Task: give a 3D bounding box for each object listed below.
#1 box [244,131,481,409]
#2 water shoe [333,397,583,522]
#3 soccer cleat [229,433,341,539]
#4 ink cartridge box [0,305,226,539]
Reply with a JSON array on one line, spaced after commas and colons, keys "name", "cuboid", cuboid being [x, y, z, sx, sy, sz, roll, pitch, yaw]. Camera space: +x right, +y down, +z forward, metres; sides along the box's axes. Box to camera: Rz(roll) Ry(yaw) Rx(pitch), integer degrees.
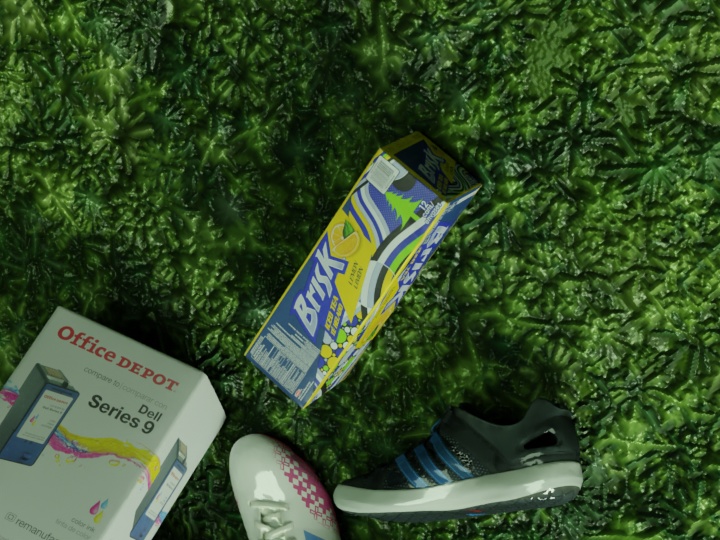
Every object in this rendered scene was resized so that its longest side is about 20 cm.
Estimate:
[{"name": "box", "cuboid": [0.000, 0.000, 1.118, 0.064, 0.070, 0.200, 40, 118, 10]}, {"name": "water shoe", "cuboid": [0.071, 0.138, 1.134, 0.199, 0.071, 0.079, -11, 71, 30]}, {"name": "soccer cleat", "cuboid": [-0.049, 0.221, 1.194, 0.070, 0.086, 0.201, -29, 89, 30]}, {"name": "ink cartridge box", "cuboid": [-0.217, 0.148, 1.194, 0.145, 0.200, 0.088, 24, 154, 19]}]
